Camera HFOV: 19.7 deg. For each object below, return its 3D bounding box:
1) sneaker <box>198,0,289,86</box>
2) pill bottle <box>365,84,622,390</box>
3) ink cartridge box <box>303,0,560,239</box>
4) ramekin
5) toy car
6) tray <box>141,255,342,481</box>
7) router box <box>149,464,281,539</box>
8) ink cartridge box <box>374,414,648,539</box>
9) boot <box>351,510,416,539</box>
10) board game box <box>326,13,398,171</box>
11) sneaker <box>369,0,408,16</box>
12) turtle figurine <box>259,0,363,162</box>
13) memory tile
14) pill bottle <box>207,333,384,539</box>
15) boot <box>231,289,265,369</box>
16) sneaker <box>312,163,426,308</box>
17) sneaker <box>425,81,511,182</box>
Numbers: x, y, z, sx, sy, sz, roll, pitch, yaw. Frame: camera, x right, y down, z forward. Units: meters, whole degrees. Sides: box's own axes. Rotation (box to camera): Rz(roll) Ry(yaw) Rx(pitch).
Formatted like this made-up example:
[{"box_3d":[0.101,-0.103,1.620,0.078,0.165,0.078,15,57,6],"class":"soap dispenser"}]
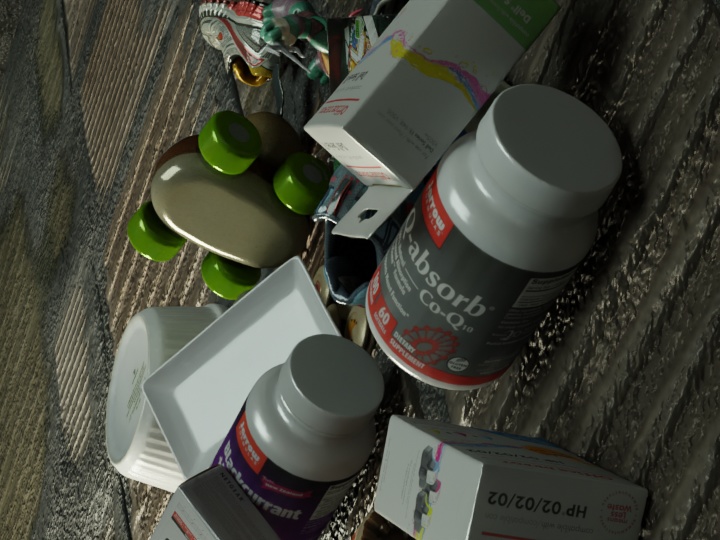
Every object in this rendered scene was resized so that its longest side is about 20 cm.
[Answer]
[{"box_3d":[-0.122,-0.234,2.130,0.200,0.077,0.083,-160,80,-70],"class":"sneaker"},{"box_3d":[0.089,-0.022,1.380,0.201,0.115,0.117,120,153,-43],"class":"pill bottle"},{"box_3d":[0.033,-0.119,1.389,0.200,0.067,0.117,-51,13,-7],"class":"ink cartridge box"},{"box_3d":[-0.196,0.128,2.130,0.202,0.093,0.204,-169,90,-71],"class":"ramekin"},{"box_3d":[-0.114,-0.107,1.966,0.164,0.157,0.201,-47,24,37],"class":"toy car"},{"box_3d":[-0.097,0.087,1.792,0.200,0.022,0.108,-39,64,22],"class":"tray"},{"box_3d":[-0.101,0.289,1.693,0.200,0.049,0.180,50,137,18],"class":"router box"},{"box_3d":[0.097,0.146,1.275,0.200,0.114,0.069,-159,80,-69],"class":"ink cartridge box"},{"box_3d":[0.005,0.284,1.540,0.107,0.074,0.202,132,151,-61],"class":"boot"},{"box_3d":[0.015,-0.101,1.647,0.104,0.023,0.202,6,100,50],"class":"board game box"},{"box_3d":[0.027,-0.248,1.721,0.202,0.076,0.148,155,125,-65],"class":"sneaker"},{"box_3d":[-0.024,-0.176,1.807,0.151,0.100,0.200,64,178,-26],"class":"turtle figurine"},{"box_3d":[0.000,0.000,1.764,0.154,0.017,0.201,-102,30,-46],"class":"memory tile"},{"box_3d":[-0.053,0.145,1.698,0.201,0.110,0.112,119,153,-43],"class":"pill bottle"},{"box_3d":[-0.092,0.116,1.884,0.155,0.071,0.202,180,95,-73],"class":"boot"},{"box_3d":[0.007,-0.005,1.524,0.096,0.079,0.201,-51,-37,-27],"class":"sneaker"},{"box_3d":[0.074,-0.084,1.509,0.200,0.076,0.112,-124,51,-65],"class":"sneaker"}]
